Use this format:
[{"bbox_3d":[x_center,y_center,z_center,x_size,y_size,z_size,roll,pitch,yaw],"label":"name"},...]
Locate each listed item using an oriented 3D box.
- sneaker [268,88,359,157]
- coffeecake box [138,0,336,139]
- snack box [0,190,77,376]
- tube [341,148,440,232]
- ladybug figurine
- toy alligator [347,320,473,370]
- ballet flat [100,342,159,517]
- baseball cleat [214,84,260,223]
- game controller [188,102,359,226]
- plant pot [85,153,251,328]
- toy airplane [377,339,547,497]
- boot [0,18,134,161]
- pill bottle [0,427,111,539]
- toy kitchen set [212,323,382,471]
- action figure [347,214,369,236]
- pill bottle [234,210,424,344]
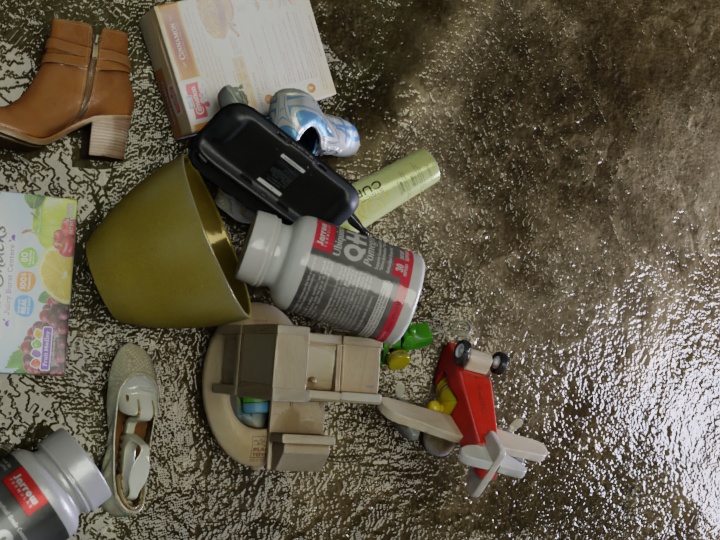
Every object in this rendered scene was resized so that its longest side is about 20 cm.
[{"bbox_3d":[-0.057,-0.164,1.393,0.200,0.072,0.073,20,70,-66],"label":"sneaker"},{"bbox_3d":[-0.150,-0.262,1.394,0.199,0.073,0.154,-19,96,-26],"label":"coffeecake box"},{"bbox_3d":[-0.397,0.015,1.266,0.142,0.053,0.201,5,84,-24],"label":"snack box"},{"bbox_3d":[0.012,-0.091,1.476,0.200,0.052,0.058,-30,71,-18],"label":"tube"},{"bbox_3d":[-0.132,0.140,1.374,0.135,0.072,0.201,4,84,-27],"label":"ladybug figurine"},{"bbox_3d":[0.047,0.086,1.444,0.199,0.054,0.059,-17,53,-4],"label":"toy alligator"},{"bbox_3d":[-0.259,0.184,1.314,0.067,0.062,0.201,9,83,-40],"label":"ballet flat"},{"bbox_3d":[-0.140,-0.124,1.353,0.106,0.070,0.200,-27,128,4],"label":"baseball cleat"},{"bbox_3d":[-0.098,-0.107,1.309,0.200,0.042,0.104,36,114,-22],"label":"game controller"},{"bbox_3d":[-0.226,-0.013,1.292,0.142,0.200,0.201,-22,97,0],"label":"plant pot"},{"bbox_3d":[0.133,0.205,1.461,0.200,0.141,0.199,49,39,7],"label":"toy airplane"},{"bbox_3d":[-0.351,-0.212,1.289,0.199,0.077,0.156,4,86,-28],"label":"boot"},{"bbox_3d":[-0.378,0.266,1.223,0.200,0.114,0.114,-37,102,-23],"label":"pill bottle"},{"bbox_3d":[-0.045,0.150,1.277,0.199,0.180,0.164,7,84,-27],"label":"toy kitchen set"},{"bbox_3d":[0.000,0.000,1.425,0.119,0.102,0.200,-35,115,-4],"label":"action figure"},{"bbox_3d":[-0.037,0.003,1.290,0.199,0.111,0.111,19,78,-10],"label":"pill bottle"}]
